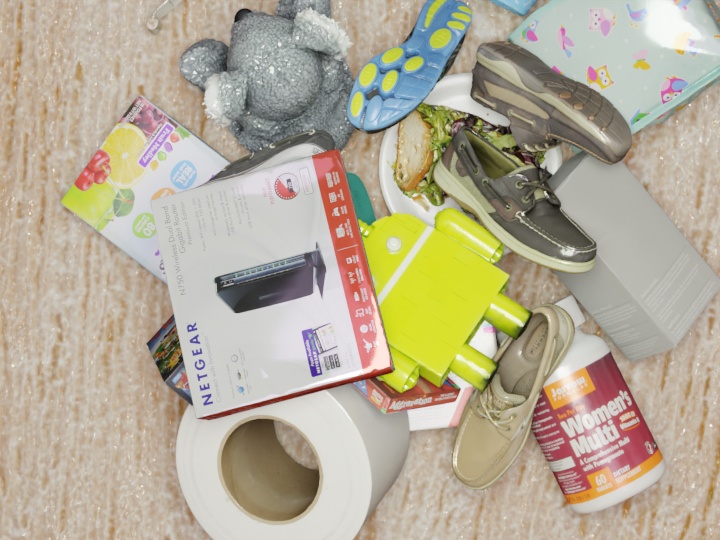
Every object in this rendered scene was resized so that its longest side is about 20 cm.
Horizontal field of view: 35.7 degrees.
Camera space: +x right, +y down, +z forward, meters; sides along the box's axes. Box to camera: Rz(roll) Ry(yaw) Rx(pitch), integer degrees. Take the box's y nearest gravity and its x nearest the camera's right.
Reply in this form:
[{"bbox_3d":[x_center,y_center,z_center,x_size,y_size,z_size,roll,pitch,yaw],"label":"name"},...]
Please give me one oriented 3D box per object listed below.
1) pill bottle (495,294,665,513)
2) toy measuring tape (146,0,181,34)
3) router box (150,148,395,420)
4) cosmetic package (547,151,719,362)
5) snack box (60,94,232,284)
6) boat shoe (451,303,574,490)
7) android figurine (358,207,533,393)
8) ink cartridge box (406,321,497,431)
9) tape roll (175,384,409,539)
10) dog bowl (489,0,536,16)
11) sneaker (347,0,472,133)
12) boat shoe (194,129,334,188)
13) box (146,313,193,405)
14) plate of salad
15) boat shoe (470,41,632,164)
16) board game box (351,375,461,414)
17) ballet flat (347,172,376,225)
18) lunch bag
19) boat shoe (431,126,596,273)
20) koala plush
[{"bbox_3d":[0.222,0.135,1.146,0.109,0.110,0.202,-26,85,-1],"label":"pill bottle"},{"bbox_3d":[-0.133,-0.301,1.180,0.200,0.074,0.074,-41,89,-1],"label":"toy measuring tape"},{"bbox_3d":[-0.078,0.015,0.994,0.177,0.049,0.203,-15,80,2],"label":"router box"},{"bbox_3d":[0.262,-0.019,1.140,0.107,0.090,0.200,-42,92,-27],"label":"cosmetic package"},{"bbox_3d":[-0.193,-0.068,1.179,0.199,0.053,0.143,37,90,-1],"label":"snack box"},{"bbox_3d":[0.139,0.123,1.084,0.072,0.065,0.202,33,101,24],"label":"boat shoe"},{"bbox_3d":[0.056,0.022,1.046,0.199,0.041,0.183,34,70,13],"label":"android figurine"},{"bbox_3d":[0.082,0.059,1.169,0.115,0.067,0.203,-6,89,3],"label":"ink cartridge box"},{"bbox_3d":[-0.063,0.173,1.100,0.200,0.139,0.206,3,101,17],"label":"tape roll"},{"bbox_3d":[0.103,-0.328,1.165,0.198,0.112,0.050,28,102,0],"label":"dog bowl"},{"bbox_3d":[0.054,-0.200,1.141,0.070,0.083,0.200,28,55,13],"label":"sneaker"},{"bbox_3d":[-0.106,-0.087,1.106,0.199,0.067,0.070,-26,120,32],"label":"boat shoe"},{"bbox_3d":[-0.121,0.026,1.089,0.038,0.136,0.200,43,86,-20],"label":"box"},{"bbox_3d":[0.118,-0.111,1.186,0.197,0.048,0.203,0,88,0],"label":"plate of salad"},{"bbox_3d":[0.188,-0.158,1.124,0.200,0.074,0.074,44,129,34],"label":"boat shoe"},{"bbox_3d":[-0.002,0.071,1.095,0.200,0.102,0.020,39,118,37],"label":"board game box"},{"bbox_3d":[0.000,0.000,1.124,0.067,0.068,0.202,-34,63,39],"label":"ballet flat"},{"bbox_3d":[0.268,-0.226,1.151,0.199,0.122,0.172,-32,89,29],"label":"lunch bag"},{"bbox_3d":[0.147,-0.071,1.061,0.201,0.071,0.067,41,127,36],"label":"boat shoe"},{"bbox_3d":[-0.079,-0.194,1.111,0.176,0.200,0.185,-30,89,-1],"label":"koala plush"}]
